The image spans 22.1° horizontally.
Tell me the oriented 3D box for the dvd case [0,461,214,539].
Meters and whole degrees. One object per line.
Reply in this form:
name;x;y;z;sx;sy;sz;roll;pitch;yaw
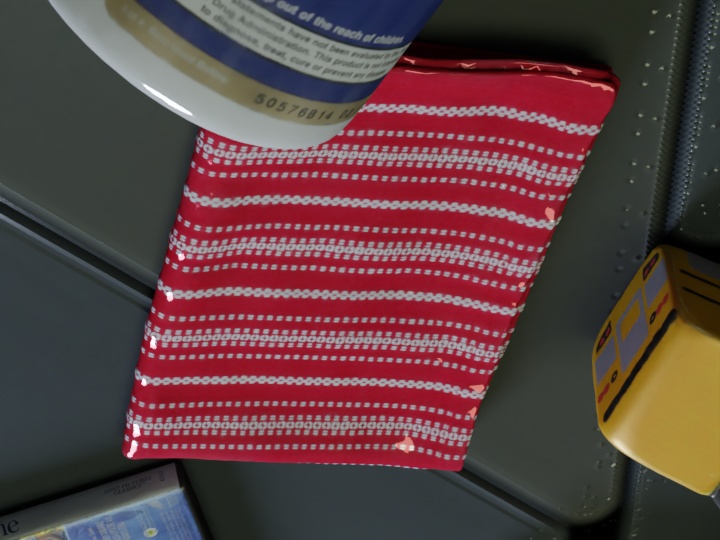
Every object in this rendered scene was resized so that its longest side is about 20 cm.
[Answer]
dvd case;-0.150;0.158;0.768;0.200;0.018;0.143;-17;133;-2

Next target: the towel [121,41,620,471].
towel;0.000;0.000;0.670;0.144;0.023;0.200;4;129;-19

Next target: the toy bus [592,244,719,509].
toy bus;0.191;0.065;0.707;0.200;0.078;0.065;22;120;-11

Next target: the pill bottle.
pill bottle;0.005;-0.139;0.488;0.111;0.111;0.200;22;122;-31
